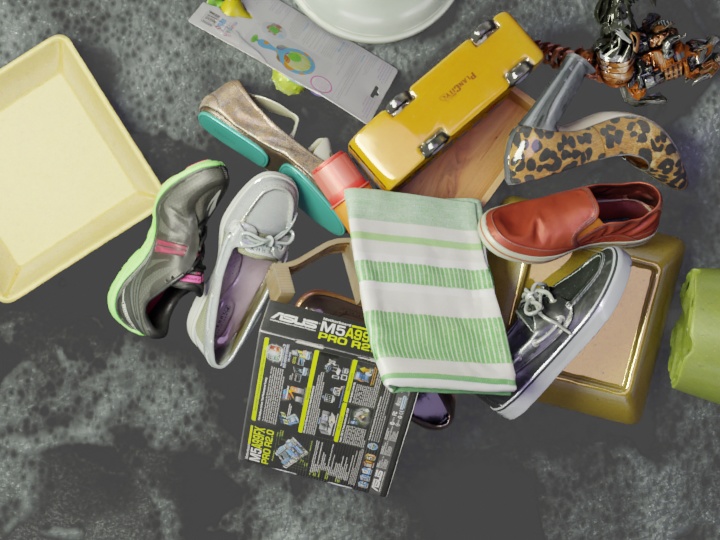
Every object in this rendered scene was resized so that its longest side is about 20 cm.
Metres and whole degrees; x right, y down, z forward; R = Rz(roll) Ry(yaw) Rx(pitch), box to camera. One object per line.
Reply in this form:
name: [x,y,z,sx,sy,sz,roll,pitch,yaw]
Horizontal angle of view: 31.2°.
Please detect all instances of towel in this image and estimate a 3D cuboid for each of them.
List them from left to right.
towel: [0.067,0.019,1.202,0.152,0.023,0.201,4,64,-28]

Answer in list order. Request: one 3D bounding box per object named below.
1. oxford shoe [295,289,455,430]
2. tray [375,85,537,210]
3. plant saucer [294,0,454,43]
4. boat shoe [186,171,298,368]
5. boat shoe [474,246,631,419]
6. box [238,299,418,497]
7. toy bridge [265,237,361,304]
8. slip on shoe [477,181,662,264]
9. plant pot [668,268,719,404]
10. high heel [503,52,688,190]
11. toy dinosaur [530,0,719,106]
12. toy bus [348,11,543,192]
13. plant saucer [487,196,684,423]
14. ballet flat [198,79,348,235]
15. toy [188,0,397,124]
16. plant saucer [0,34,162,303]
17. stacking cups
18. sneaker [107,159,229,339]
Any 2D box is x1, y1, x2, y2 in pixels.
oxford shoe: [0.018,0.089,1.305,0.200,0.073,0.071,36,92,-3]
tray: [0.094,-0.105,1.302,0.098,0.037,0.200,36,85,4]
plant saucer: [0.015,-0.331,1.290,0.199,0.050,0.201,0,90,-3]
boat shoe: [-0.111,0.000,1.276,0.074,0.065,0.203,19,107,-31]
boat shoe: [0.179,0.048,1.247,0.068,0.074,0.200,37,100,-18]
box: [-0.029,0.129,1.256,0.159,0.044,0.201,14,134,2]
toy bridge: [0.000,0.000,1.292,0.199,0.027,0.067,-1,57,-26]
slip on shoe: [0.207,-0.053,1.256,0.199,0.061,0.074,-7,53,-18]
plant pot: [0.409,0.072,1.272,0.189,0.200,0.201,11,93,7]
high heel: [0.234,-0.102,1.290,0.200,0.071,0.143,37,82,-22]
toy dinosaur: [0.265,-0.230,1.293,0.199,0.102,0.136,-9,111,-23]
toy bus: [0.083,-0.160,1.251,0.200,0.078,0.065,-41,84,-4]
plant saucer: [0.220,0.043,1.316,0.199,0.048,0.201,14,92,-3]
ballet flat: [-0.071,-0.121,1.298,0.200,0.068,0.067,40,67,-5]
toy: [-0.070,-0.212,1.287,0.199,0.115,0.047,32,130,-6]
plant saucer: [-0.325,-0.101,1.295,0.199,0.048,0.201,-32,93,-1]
stacking cups: [0.022,-0.023,1.254,0.060,0.061,0.200,-35,89,0]
sneaker: [-0.175,-0.019,1.273,0.084,0.077,0.201,39,112,26]
